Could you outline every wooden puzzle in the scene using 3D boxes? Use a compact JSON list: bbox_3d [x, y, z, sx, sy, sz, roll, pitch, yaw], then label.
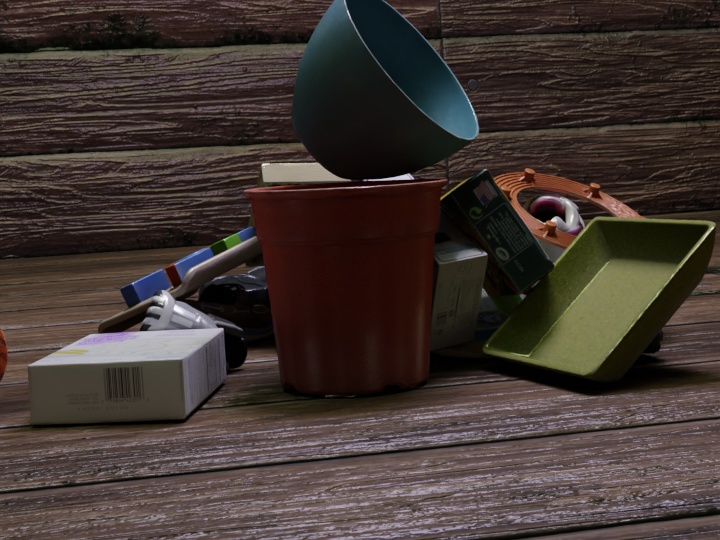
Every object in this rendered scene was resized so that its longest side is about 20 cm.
[{"bbox_3d":[-0.208,0.004,1.650,0.199,0.047,0.185,-28,2,43],"label":"wooden puzzle"}]

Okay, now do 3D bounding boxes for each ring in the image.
[{"bbox_3d":[0.239,-0.069,1.544,0.199,0.019,0.201,14,27,-7],"label":"ring"}]

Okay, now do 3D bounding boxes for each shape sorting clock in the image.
[{"bbox_3d":[0.130,0.059,1.534,0.198,0.040,0.200,-4,19,1],"label":"shape sorting clock"}]

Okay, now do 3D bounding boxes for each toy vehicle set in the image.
[{"bbox_3d":[-0.072,-0.067,1.681,0.123,0.027,0.200,-2,-29,-13],"label":"toy vehicle set"}]

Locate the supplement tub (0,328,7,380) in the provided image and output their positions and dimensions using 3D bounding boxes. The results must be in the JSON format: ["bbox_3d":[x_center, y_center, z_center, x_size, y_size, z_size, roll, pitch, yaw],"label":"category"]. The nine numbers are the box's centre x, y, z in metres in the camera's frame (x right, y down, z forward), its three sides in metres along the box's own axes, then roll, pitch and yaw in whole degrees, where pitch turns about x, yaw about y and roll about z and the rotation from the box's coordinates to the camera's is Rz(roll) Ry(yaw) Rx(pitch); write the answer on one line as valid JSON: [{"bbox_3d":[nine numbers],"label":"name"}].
[{"bbox_3d":[-0.426,0.075,1.313,0.122,0.124,0.199,-7,7,-39],"label":"supplement tub"}]

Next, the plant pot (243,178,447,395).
[{"bbox_3d":[-0.010,0.013,1.337,0.199,0.197,0.201,-3,5,0],"label":"plant pot"}]

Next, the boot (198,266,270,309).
[{"bbox_3d":[-0.125,0.030,1.923,0.164,0.066,0.200,-15,6,-23],"label":"boot"}]

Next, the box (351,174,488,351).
[{"bbox_3d":[0.055,-0.019,1.474,0.060,0.117,0.200,-12,37,-25],"label":"box"}]

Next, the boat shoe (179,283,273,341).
[{"bbox_3d":[-0.162,0.053,1.672,0.072,0.073,0.200,-2,5,20],"label":"boat shoe"}]

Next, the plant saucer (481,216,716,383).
[{"bbox_3d":[0.241,0.035,1.342,0.200,0.048,0.200,-47,21,-16],"label":"plant saucer"}]

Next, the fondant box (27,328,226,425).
[{"bbox_3d":[-0.216,0.098,1.301,0.143,0.059,0.200,-3,4,5],"label":"fondant box"}]

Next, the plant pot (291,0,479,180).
[{"bbox_3d":[0.006,-0.172,1.407,0.135,0.201,0.200,-39,-10,22],"label":"plant pot"}]

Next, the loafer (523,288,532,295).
[{"bbox_3d":[0.235,0.035,1.675,0.198,0.076,0.068,5,1,-16],"label":"loafer"}]

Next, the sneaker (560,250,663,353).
[{"bbox_3d":[0.254,0.032,1.454,0.073,0.082,0.200,7,14,-29],"label":"sneaker"}]

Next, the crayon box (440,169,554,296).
[{"bbox_3d":[0.136,-0.036,1.488,0.051,0.127,0.200,-36,1,-5],"label":"crayon box"}]

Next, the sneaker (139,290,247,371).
[{"bbox_3d":[-0.182,0.082,1.494,0.115,0.076,0.200,21,-10,-4],"label":"sneaker"}]

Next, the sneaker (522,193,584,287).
[{"bbox_3d":[0.231,-0.054,1.627,0.081,0.089,0.200,-6,21,7],"label":"sneaker"}]
